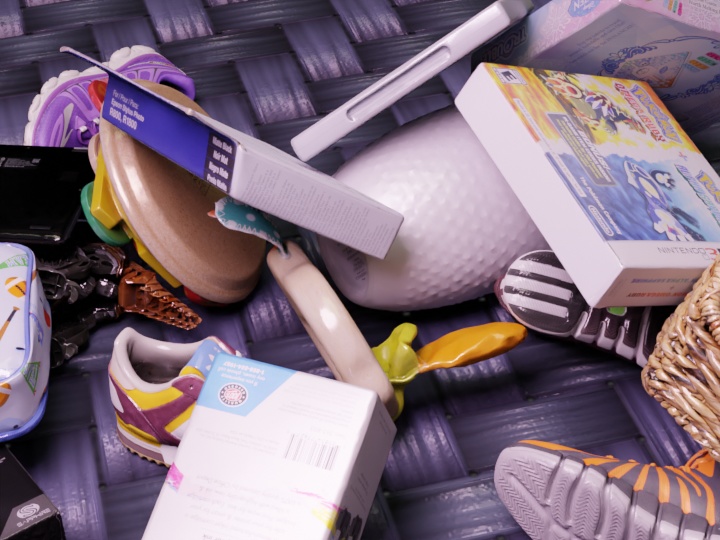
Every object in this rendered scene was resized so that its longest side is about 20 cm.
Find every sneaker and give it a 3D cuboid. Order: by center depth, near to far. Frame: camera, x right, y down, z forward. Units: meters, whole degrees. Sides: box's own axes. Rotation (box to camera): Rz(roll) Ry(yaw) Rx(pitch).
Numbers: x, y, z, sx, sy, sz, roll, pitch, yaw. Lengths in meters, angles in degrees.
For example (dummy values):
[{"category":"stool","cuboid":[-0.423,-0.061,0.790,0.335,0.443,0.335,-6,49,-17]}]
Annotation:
[{"category":"sneaker","cuboid":[0.191,0.147,1.039,0.199,0.078,0.112,24,39,16]},{"category":"sneaker","cuboid":[-0.085,0.097,1.099,0.198,0.091,0.075,11,38,18]},{"category":"sneaker","cuboid":[0.190,0.032,1.190,0.198,0.076,0.115,21,-5,-9]},{"category":"sneaker","cuboid":[-0.225,-0.143,1.446,0.083,0.081,0.200,26,44,25]}]

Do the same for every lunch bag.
[{"category":"lunch bag","cuboid":[-0.313,0.057,1.095,0.198,0.076,0.161,-6,45,-3]}]

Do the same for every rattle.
[{"category":"rattle","cuboid":[0.000,0.000,1.133,0.142,0.130,0.201,-36,70,11]}]

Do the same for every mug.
[{"category":"mug","cuboid":[0.049,-0.045,1.256,0.174,0.149,0.200,-21,9,-23]}]

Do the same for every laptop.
[{"category":"laptop","cuboid":[-0.288,-0.037,1.265,0.185,0.117,0.201,2,35,7]}]

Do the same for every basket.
[{"category":"basket","cuboid":[0.296,0.060,1.001,0.199,0.149,0.143,38,31,6]}]

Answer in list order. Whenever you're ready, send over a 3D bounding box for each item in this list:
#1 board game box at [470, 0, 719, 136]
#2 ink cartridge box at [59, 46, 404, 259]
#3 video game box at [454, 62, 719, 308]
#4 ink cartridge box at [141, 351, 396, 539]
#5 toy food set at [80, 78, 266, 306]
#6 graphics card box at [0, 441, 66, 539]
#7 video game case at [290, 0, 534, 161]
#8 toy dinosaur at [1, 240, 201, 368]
[{"category":"board game box","cuboid":[0.220,-0.164,1.252,0.197,0.200,0.044,11,71,-27]},{"category":"ink cartridge box","cuboid":[-0.098,-0.082,1.122,0.199,0.041,0.199,24,4,-39]},{"category":"video game box","cuboid":[0.186,-0.060,1.139,0.181,0.047,0.201,2,46,-41]},{"category":"ink cartridge box","cuboid":[-0.066,0.164,0.992,0.114,0.068,0.201,12,66,20]},{"category":"toy food set","cuboid":[-0.144,-0.064,1.257,0.048,0.198,0.201,-27,38,24]},{"category":"graphics card box","cuboid":[-0.296,0.150,1.075,0.125,0.051,0.200,-25,41,-28]},{"category":"video game case","cuboid":[0.044,-0.152,1.219,0.182,0.022,0.200,-32,4,16]},{"category":"toy dinosaur","cuboid":[-0.218,0.008,1.234,0.198,0.103,0.136,-8,14,29]}]
